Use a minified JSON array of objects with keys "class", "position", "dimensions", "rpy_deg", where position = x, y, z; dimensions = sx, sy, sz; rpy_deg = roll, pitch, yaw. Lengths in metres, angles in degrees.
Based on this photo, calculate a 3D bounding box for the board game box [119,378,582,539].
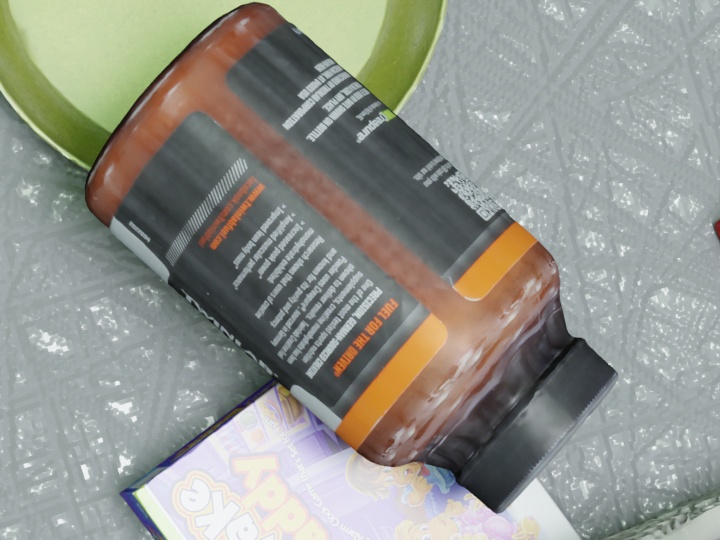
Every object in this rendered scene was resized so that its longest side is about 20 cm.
[{"class":"board game box","position":[0.018,0.128,1.158],"dimensions":[0.134,0.045,0.200],"rpy_deg":[-37,93,-11]}]

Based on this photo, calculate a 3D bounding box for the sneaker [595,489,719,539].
[{"class":"sneaker","position":[0.148,0.139,1.143],"dimensions":[0.200,0.069,0.100],"rpy_deg":[-17,85,-39]}]

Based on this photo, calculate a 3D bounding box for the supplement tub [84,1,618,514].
[{"class":"supplement tub","position":[0.000,0.000,1.089],"dimensions":[0.200,0.107,0.107],"rpy_deg":[42,79,5]}]

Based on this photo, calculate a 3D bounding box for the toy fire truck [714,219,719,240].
[{"class":"toy fire truck","position":[0.257,0.022,1.211],"dimensions":[0.141,0.049,0.200],"rpy_deg":[-37,94,-11]}]

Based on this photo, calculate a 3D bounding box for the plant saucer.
[{"class":"plant saucer","position":[-0.063,-0.126,1.169],"dimensions":[0.199,0.031,0.201],"rpy_deg":[1,87,-11]}]
